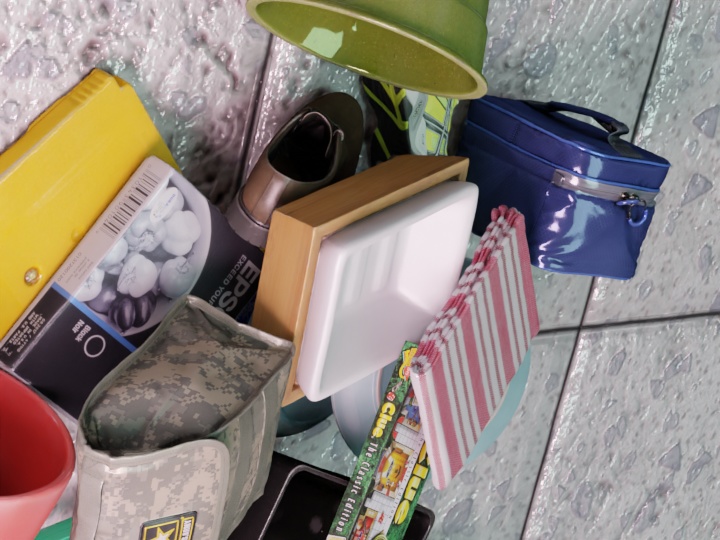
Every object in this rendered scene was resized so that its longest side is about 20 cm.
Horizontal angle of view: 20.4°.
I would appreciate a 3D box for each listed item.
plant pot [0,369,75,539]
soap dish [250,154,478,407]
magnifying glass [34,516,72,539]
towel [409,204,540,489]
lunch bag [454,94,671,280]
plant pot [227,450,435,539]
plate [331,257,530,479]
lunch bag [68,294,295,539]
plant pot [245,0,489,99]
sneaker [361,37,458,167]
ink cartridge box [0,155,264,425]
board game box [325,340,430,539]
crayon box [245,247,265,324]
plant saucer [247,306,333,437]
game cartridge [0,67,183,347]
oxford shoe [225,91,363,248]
[{"bbox_3d":[-0.325,0.177,1.435,0.200,0.200,0.178,1,121,-45],"label":"plant pot"},{"bbox_3d":[0.000,0.000,1.558,0.199,0.081,0.158,-26,136,-47],"label":"soap dish"},{"bbox_3d":[-0.220,0.209,1.626,0.199,0.022,0.080,-32,151,-3],"label":"magnifying glass"},{"bbox_3d":[0.092,0.062,1.628,0.200,0.030,0.147,-56,148,-36],"label":"towel"},{"bbox_3d":[0.174,-0.081,1.761,0.135,0.200,0.133,6,105,-40],"label":"lunch bag"},{"bbox_3d":[-0.092,0.240,1.693,0.199,0.177,0.201,25,91,-48],"label":"plant pot"},{"bbox_3d":[0.067,0.088,1.707,0.199,0.026,0.202,-9,109,-28],"label":"plate"},{"bbox_3d":[-0.142,0.144,1.457,0.200,0.117,0.165,-48,157,-49],"label":"lunch bag"},{"bbox_3d":[0.035,-0.258,1.556,0.200,0.199,0.191,27,80,-48],"label":"plant pot"},{"bbox_3d":[0.054,-0.121,1.715,0.076,0.075,0.201,-28,131,-30],"label":"sneaker"},{"bbox_3d":[-0.158,0.044,1.563,0.199,0.043,0.200,-52,134,-6],"label":"ink cartridge box"},{"bbox_3d":[0.025,0.163,1.612,0.201,0.023,0.105,-68,155,-5],"label":"board game box"},{"bbox_3d":[-0.055,0.015,1.701,0.125,0.051,0.201,8,107,-47],"label":"crayon box"},{"bbox_3d":[-0.030,0.053,1.668,0.200,0.027,0.201,-38,143,-37],"label":"plant saucer"},{"bbox_3d":[-0.224,-0.033,1.527,0.200,0.032,0.177,-46,137,-19],"label":"game cartridge"},{"bbox_3d":[-0.033,-0.097,1.589,0.085,0.072,0.200,-57,-178,36],"label":"oxford shoe"}]
